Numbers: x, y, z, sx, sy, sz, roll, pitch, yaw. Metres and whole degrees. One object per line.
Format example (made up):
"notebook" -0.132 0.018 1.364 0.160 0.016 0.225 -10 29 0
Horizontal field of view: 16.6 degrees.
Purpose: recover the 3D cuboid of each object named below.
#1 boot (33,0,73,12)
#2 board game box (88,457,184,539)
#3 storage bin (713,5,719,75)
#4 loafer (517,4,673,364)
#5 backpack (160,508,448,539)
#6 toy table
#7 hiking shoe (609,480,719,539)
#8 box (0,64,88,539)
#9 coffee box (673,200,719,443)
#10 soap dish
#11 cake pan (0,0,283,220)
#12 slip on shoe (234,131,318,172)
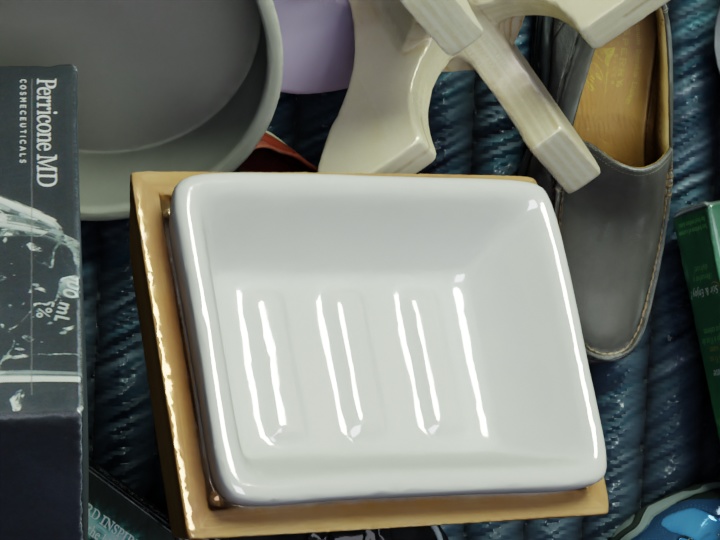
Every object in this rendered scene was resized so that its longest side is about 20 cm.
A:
"boot" -0.041 -0.183 1.131 0.199 0.066 0.176 13 100 -19
"board game box" -0.169 0.129 1.085 0.136 0.200 0.028 -58 146 -1
"storage bin" 0.280 -0.069 1.161 0.134 0.146 0.201 -7 69 -31
"loafer" 0.117 -0.051 1.182 0.072 0.072 0.201 -6 99 -14
"backpack" -0.038 0.205 1.134 0.176 0.151 0.201 -6 88 -7
"toy table" 0.045 -0.120 1.099 0.200 0.117 0.183 -42 142 19
"hiking shoe" 0.133 0.178 1.208 0.199 0.087 0.075 -35 104 -8
"box" -0.212 0.024 1.022 0.195 0.201 0.124 -1 138 -8
"coffee box" 0.233 0.058 1.211 0.122 0.044 0.201 -9 85 -20
"soap dish" -0.001 0.038 1.046 0.199 0.081 0.158 0 68 -28
"cake pan" -0.130 -0.109 1.080 0.199 0.037 0.201 4 131 5
"slip on shoe" 0.000 0.000 1.166 0.200 0.061 0.074 37 86 -17
